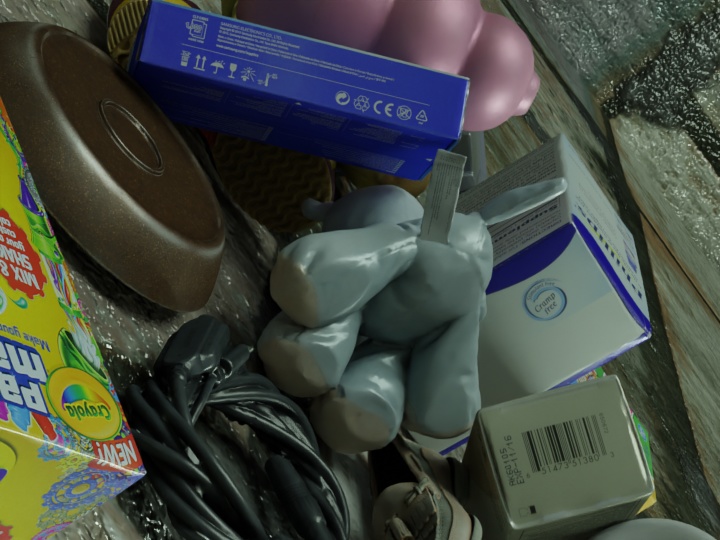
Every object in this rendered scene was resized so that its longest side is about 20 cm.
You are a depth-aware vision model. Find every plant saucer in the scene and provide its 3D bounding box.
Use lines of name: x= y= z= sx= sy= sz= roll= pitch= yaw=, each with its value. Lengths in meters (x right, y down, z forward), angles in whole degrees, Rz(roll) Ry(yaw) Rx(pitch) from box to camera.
plant saucer: x=-0.139 y=-0.067 z=1.183 sx=0.200 sy=0.034 sz=0.200 roll=47 pitch=17 yaw=-19

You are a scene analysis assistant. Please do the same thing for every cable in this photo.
cable: x=-0.060 y=0.113 z=1.082 sx=0.163 sy=0.051 sz=0.200 roll=59 pitch=11 yaw=-13

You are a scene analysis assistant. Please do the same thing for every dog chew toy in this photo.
dog chew toy: x=0.022 y=-0.155 z=1.370 sx=0.200 sy=0.125 sz=0.125 roll=26 pitch=19 yaw=-4

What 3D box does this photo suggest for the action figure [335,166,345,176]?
action figure: x=0.023 y=-0.175 z=1.638 sx=0.149 sy=0.134 sz=0.200 roll=18 pitch=73 yaw=-71

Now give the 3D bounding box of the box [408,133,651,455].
box: x=0.099 y=0.015 z=1.511 sx=0.105 sy=0.184 sz=0.200 roll=55 pitch=15 yaw=-16

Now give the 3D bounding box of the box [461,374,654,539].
box: x=0.118 y=0.137 z=1.333 sx=0.200 sy=0.095 sz=0.078 roll=99 pitch=-24 yaw=-72

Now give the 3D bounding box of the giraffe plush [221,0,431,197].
giraffe plush: x=-0.032 y=-0.131 z=1.512 sx=0.200 sy=0.173 sz=0.162 roll=16 pitch=2 yaw=2

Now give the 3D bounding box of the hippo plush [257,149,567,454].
hippo plush: x=0.000 y=0.000 z=1.317 sx=0.159 sy=0.200 sz=0.161 roll=12 pitch=14 yaw=-24

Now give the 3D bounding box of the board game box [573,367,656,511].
board game box: x=0.191 y=0.111 z=1.894 sx=0.200 sy=0.040 sz=0.153 roll=54 pitch=15 yaw=-14

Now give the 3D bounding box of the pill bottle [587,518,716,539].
pill bottle: x=0.186 y=0.257 z=1.322 sx=0.200 sy=0.116 sz=0.116 roll=78 pitch=-5 yaw=-46

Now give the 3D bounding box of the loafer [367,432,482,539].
loafer: x=0.027 y=0.149 z=1.256 sx=0.063 sy=0.072 sz=0.200 roll=38 pitch=11 yaw=-7

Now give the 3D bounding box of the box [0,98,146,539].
box: x=-0.200 y=-0.001 z=0.701 sx=0.200 sy=0.122 sz=0.193 roll=30 pitch=31 yaw=-60

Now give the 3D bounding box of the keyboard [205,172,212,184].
keyboard: x=-0.128 y=-0.053 z=1.268 sx=0.056 sy=0.011 sz=0.200 roll=51 pitch=15 yaw=-5

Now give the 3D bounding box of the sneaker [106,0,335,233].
sneaker: x=-0.088 y=-0.114 z=1.387 sx=0.200 sy=0.075 sz=0.090 roll=50 pitch=11 yaw=-23

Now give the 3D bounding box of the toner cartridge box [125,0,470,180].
toner cartridge box: x=-0.042 y=-0.108 z=1.289 sx=0.095 sy=0.200 sz=0.043 roll=138 pitch=-37 yaw=-72

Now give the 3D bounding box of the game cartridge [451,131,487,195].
game cartridge: x=0.085 y=-0.024 z=1.681 sx=0.130 sy=0.038 sz=0.200 roll=-53 pitch=139 yaw=-71
